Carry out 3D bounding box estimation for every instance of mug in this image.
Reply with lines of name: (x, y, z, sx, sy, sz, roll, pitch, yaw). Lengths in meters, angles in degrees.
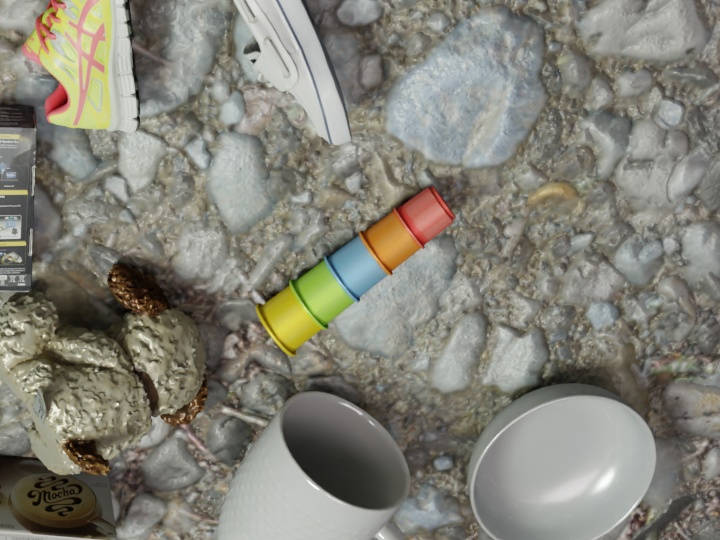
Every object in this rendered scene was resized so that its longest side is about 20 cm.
mug: (-0.039, 0.246, 1.528, 0.200, 0.148, 0.176, 40, 120, 5)

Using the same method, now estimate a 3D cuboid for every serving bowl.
serving bowl: (0.199, 0.192, 1.623, 0.198, 0.066, 0.201, -7, 123, -11)

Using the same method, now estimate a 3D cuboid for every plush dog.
plush dog: (-0.215, 0.097, 1.423, 0.171, 0.160, 0.201, -35, 130, -23)

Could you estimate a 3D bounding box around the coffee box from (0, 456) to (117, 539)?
coffee box: (-0.337, 0.238, 1.483, 0.198, 0.113, 0.080, 8, 119, -18)

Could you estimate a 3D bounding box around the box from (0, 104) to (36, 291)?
box: (-0.374, -0.059, 1.326, 0.198, 0.049, 0.162, 0, 123, -14)

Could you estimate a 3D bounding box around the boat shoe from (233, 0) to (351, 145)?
boat shoe: (-0.066, -0.188, 1.320, 0.065, 0.074, 0.201, -22, 114, 5)

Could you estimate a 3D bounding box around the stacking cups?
stacking cups: (0.000, 0.000, 1.453, 0.199, 0.061, 0.061, -35, 123, 8)

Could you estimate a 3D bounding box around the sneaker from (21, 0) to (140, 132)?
sneaker: (-0.227, -0.194, 1.263, 0.090, 0.078, 0.201, -6, 123, -8)
